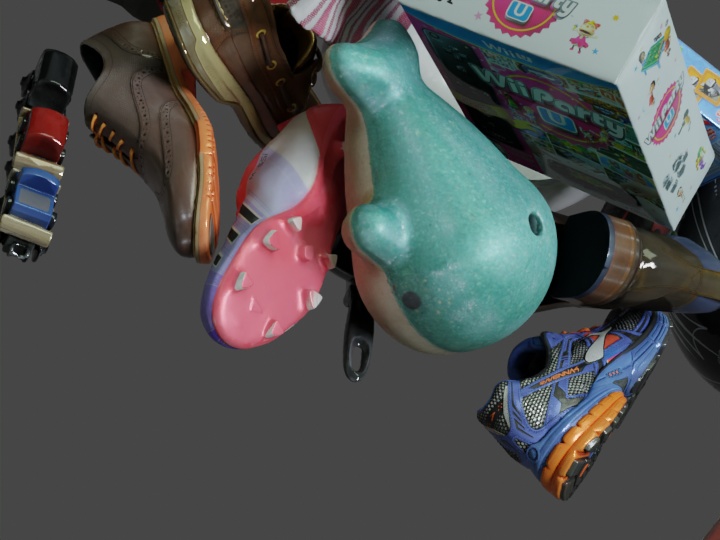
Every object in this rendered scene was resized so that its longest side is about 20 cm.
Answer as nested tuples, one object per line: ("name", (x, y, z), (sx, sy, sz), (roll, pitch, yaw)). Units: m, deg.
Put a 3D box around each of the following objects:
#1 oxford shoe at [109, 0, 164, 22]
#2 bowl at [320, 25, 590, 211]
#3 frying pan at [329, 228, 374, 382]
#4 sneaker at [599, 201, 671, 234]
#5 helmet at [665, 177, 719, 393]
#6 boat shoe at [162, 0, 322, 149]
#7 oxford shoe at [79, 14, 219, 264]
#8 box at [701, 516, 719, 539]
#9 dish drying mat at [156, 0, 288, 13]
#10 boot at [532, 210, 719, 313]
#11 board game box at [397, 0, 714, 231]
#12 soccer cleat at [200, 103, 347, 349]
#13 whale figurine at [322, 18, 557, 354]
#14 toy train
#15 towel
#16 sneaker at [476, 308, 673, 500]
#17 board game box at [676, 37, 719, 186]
("oxford shoe", (-0.180, -0.228, 1.474), (0.200, 0.071, 0.071), (32, 23, -21))
("bowl", (0.074, -0.106, 1.510), (0.200, 0.075, 0.200), (43, 31, 20))
("frying pan", (0.015, 0.000, 1.340), (0.115, 0.031, 0.190), (2, 50, -27))
("sneaker", (0.230, -0.054, 1.576), (0.087, 0.074, 0.200), (32, 30, -2))
("helmet", (0.295, 0.002, 1.439), (0.200, 0.200, 0.191), (-7, 35, -47))
("boat shoe", (-0.054, -0.127, 1.358), (0.072, 0.067, 0.200), (67, 10, 23))
("oxford shoe", (-0.127, -0.075, 1.311), (0.073, 0.071, 0.200), (-8, 44, -10))
("box", (0.288, 0.189, 1.191), (0.200, 0.152, 0.106), (41, 32, 16))
("dish drying mat", (-0.035, -0.187, 1.462), (0.200, 0.018, 0.077), (-18, 33, -36))
("boot", (0.145, 0.002, 1.355), (0.097, 0.075, 0.200), (15, -1, -21))
("board game box", (0.121, -0.114, 1.296), (0.147, 0.064, 0.200), (24, -14, 26))
("soccer cleat", (-0.051, -0.026, 1.284), (0.067, 0.076, 0.200), (58, 44, -31))
("whale figurine", (0.048, -0.051, 1.271), (0.159, 0.104, 0.200), (-33, 107, -52))
("toy train", (-0.184, -0.071, 1.252), (0.034, 0.046, 0.200), (22, 32, -16))
("towel", (0.032, -0.185, 1.318), (0.030, 0.146, 0.200), (47, 5, 8))
("sneaker", (0.132, 0.060, 1.322), (0.078, 0.075, 0.200), (33, 28, 9))
("board game box", (0.154, -0.127, 1.400), (0.200, 0.151, 0.037), (36, 72, -8))
